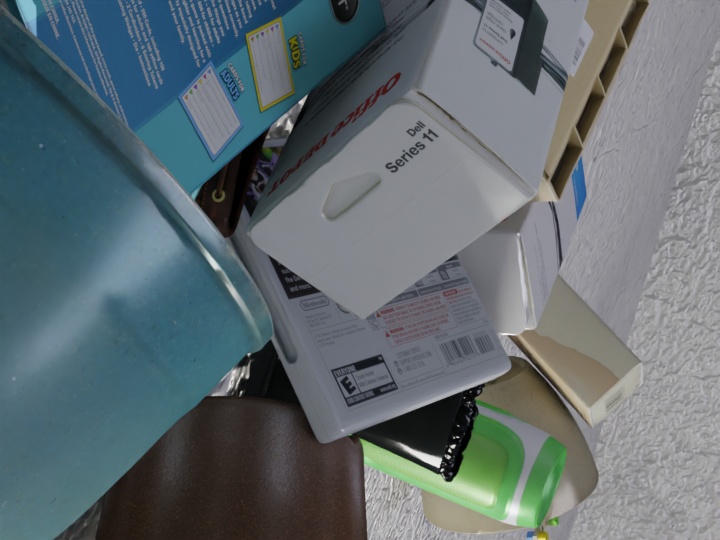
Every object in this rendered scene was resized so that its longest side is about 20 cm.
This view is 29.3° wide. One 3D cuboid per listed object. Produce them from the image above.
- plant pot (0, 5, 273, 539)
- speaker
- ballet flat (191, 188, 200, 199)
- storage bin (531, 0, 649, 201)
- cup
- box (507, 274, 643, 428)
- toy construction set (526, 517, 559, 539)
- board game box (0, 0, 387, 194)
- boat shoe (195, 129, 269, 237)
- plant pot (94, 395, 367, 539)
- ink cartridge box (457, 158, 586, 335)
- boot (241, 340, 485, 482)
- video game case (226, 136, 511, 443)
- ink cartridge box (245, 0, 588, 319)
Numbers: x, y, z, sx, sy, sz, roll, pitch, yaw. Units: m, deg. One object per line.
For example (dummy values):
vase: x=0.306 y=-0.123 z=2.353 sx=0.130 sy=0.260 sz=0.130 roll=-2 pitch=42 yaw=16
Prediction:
plant pot: x=-0.161 y=0.023 z=0.419 sx=0.188 sy=0.199 sz=0.200 roll=-49 pitch=157 yaw=-14
speaker: x=0.073 y=0.150 z=1.189 sx=0.089 sy=0.198 sz=0.089 roll=-55 pitch=157 yaw=-38
ballet flat: x=-0.095 y=-0.103 z=0.679 sx=0.070 sy=0.067 sz=0.202 roll=38 pitch=71 yaw=-46
storage bin: x=0.091 y=-0.179 z=0.933 sx=0.199 sy=0.093 sz=0.201 roll=47 pitch=59 yaw=-35
cup: x=0.151 y=0.178 z=1.516 sx=0.200 sy=0.198 sz=0.145 roll=-37 pitch=117 yaw=-59
box: x=0.210 y=0.064 z=1.490 sx=0.078 sy=0.200 sz=0.095 roll=-40 pitch=156 yaw=-3
toy construction set: x=0.287 y=0.353 z=2.207 sx=0.200 sy=0.091 sz=0.133 roll=-18 pitch=101 yaw=-77
board game box: x=-0.078 y=-0.127 z=0.599 sx=0.200 sy=0.047 sz=0.152 roll=-45 pitch=133 yaw=-36
boat shoe: x=-0.058 y=-0.109 z=0.754 sx=0.070 sy=0.070 sz=0.202 roll=58 pitch=52 yaw=-66
plant pot: x=-0.074 y=0.191 z=0.779 sx=0.201 sy=0.198 sz=0.200 roll=76 pitch=14 yaw=-60
ink cartridge box: x=0.080 y=-0.041 z=1.044 sx=0.200 sy=0.143 sz=0.085 roll=-59 pitch=143 yaw=-53
boot: x=-0.003 y=0.106 z=0.979 sx=0.073 sy=0.161 sz=0.200 roll=-44 pitch=150 yaw=-69
video game case: x=0.000 y=0.000 z=0.848 sx=0.023 sy=0.183 sz=0.199 roll=-32 pitch=168 yaw=34
ink cartridge box: x=0.035 y=-0.093 z=0.718 sx=0.146 sy=0.083 sz=0.201 roll=-36 pitch=-156 yaw=44
